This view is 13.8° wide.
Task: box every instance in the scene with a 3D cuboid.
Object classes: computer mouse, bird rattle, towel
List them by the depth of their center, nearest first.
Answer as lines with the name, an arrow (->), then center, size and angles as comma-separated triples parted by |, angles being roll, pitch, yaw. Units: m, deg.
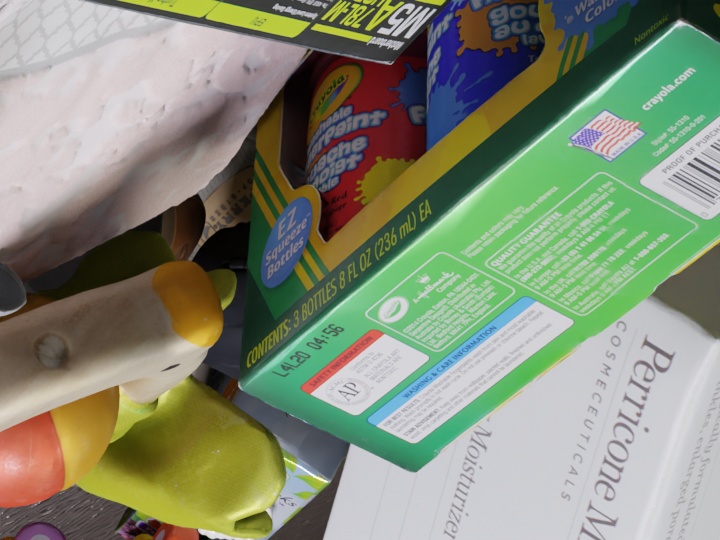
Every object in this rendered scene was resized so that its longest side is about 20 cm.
towel -> -0.070, -0.056, 0.831 | 0.200, 0.032, 0.191 | -26, 161, -48
bird rattle -> -0.120, 0.041, 0.910 | 0.199, 0.113, 0.163 | -12, 166, -22
computer mouse -> 0.000, 0.000, 0.992 | 0.200, 0.034, 0.059 | -12, -126, 48

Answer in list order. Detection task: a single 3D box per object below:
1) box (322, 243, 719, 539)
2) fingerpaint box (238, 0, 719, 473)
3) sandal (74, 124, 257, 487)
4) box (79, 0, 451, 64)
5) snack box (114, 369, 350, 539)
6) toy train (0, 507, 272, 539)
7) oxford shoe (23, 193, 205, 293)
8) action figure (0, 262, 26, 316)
box -> 0.104, 0.037, 1.096 | 0.200, 0.130, 0.200 | -30, 143, -47
fingerpaint box -> 0.050, -0.065, 0.878 | 0.073, 0.167, 0.200 | 27, 135, -26
sandal -> -0.077, 0.016, 1.109 | 0.200, 0.082, 0.055 | -43, -174, 37
box -> 0.027, -0.134, 0.693 | 0.193, 0.048, 0.200 | -43, 166, 16
snack box -> -0.014, 0.016, 1.186 | 0.200, 0.053, 0.142 | -62, -173, -30
toy train -> -0.120, 0.118, 1.161 | 0.056, 0.199, 0.150 | -67, 149, -29
oxford shoe -> -0.131, 0.034, 1.065 | 0.200, 0.071, 0.071 | -37, 166, 16
action figure -> -0.150, 0.059, 0.790 | 0.118, 0.055, 0.200 | -52, -178, -41
